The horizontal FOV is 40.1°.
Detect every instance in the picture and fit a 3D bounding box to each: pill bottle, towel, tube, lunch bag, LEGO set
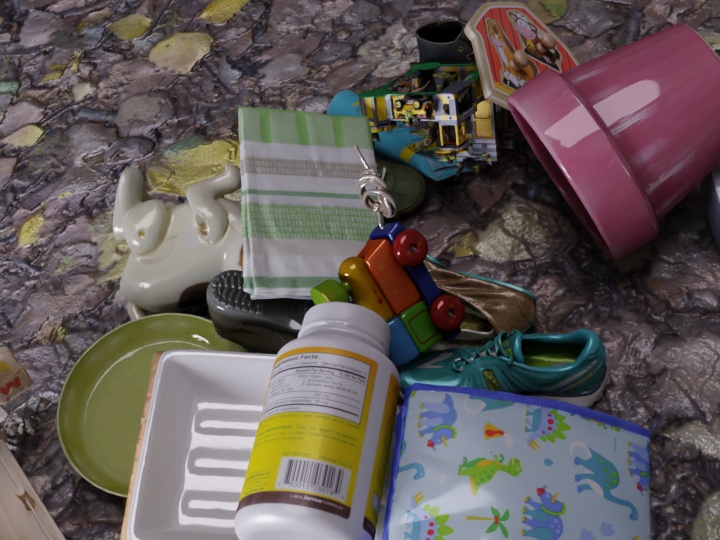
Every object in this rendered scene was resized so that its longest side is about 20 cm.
[{"bbox_3d":[-0.028,0.129,0.796,0.108,0.110,0.201,2,55,15],"label":"pill bottle"},{"bbox_3d":[-0.049,-0.065,0.987,0.148,0.031,0.202,3,69,-22],"label":"towel"},{"bbox_3d":[0.043,-0.154,1.174,0.077,0.051,0.200,-23,45,-39],"label":"tube"},{"bbox_3d":[0.115,0.190,0.769,0.199,0.128,0.171,19,49,-10],"label":"lunch bag"},{"bbox_3d":[0.090,-0.158,1.104,0.153,0.117,0.200,2,23,22],"label":"LEGO set"}]

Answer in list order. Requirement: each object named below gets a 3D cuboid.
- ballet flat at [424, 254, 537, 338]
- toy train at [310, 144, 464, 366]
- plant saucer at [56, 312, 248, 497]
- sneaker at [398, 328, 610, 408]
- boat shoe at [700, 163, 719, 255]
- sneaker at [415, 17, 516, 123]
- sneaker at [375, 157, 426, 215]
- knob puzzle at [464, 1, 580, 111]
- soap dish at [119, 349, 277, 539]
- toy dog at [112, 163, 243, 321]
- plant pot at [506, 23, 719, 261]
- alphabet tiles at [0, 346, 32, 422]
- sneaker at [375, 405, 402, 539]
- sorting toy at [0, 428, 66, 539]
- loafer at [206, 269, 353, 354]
[{"bbox_3d":[0.082,0.026,1.005,0.199,0.068,0.073,24,78,26],"label":"ballet flat"},{"bbox_3d":[0.000,0.000,0.912,0.115,0.201,0.085,-35,11,-20],"label":"toy train"},{"bbox_3d":[-0.195,0.134,0.971,0.198,0.031,0.201,-2,56,2],"label":"plant saucer"},{"bbox_3d":[0.130,0.085,0.919,0.198,0.080,0.078,-7,48,9],"label":"sneaker"},{"bbox_3d":[0.399,-0.042,0.968,0.085,0.075,0.203,-11,50,4],"label":"boat shoe"},{"bbox_3d":[0.161,-0.241,1.181,0.198,0.107,0.075,3,50,15],"label":"sneaker"},{"bbox_3d":[-0.024,-0.098,1.080,0.199,0.090,0.068,8,88,-2],"label":"sneaker"},{"bbox_3d":[0.202,-0.242,1.119,0.219,0.030,0.221,23,46,-25],"label":"knob puzzle"},{"bbox_3d":[-0.119,0.171,0.876,0.156,0.081,0.201,3,57,1],"label":"soap dish"},{"bbox_3d":[-0.153,-0.020,1.047,0.198,0.140,0.195,2,63,16],"label":"toy dog"},{"bbox_3d":[0.271,-0.137,0.971,0.178,0.200,0.201,-33,47,8],"label":"plant pot"},{"bbox_3d":[-0.406,0.147,0.929,0.199,0.196,0.015,-35,73,-18],"label":"alphabet tiles"},{"bbox_3d":[0.014,0.186,0.861,0.099,0.075,0.201,-17,47,-3],"label":"sneaker"},{"bbox_3d":[-0.354,0.202,0.860,0.107,0.180,0.200,-39,53,-14],"label":"sorting toy"},{"bbox_3d":[-0.059,0.059,0.983,0.199,0.070,0.075,20,46,-2],"label":"loafer"}]
